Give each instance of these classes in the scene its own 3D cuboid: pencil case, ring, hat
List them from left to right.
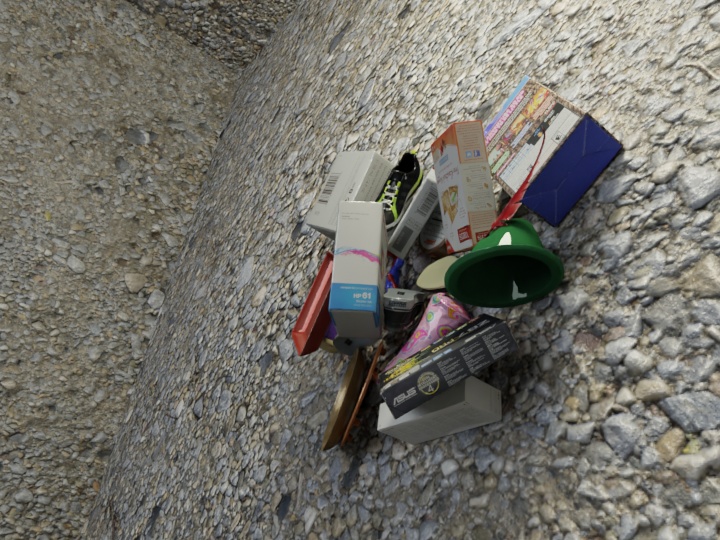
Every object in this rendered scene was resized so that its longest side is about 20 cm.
[{"bbox_3d":[0.008,0.227,1.117,0.200,0.019,0.204,22,-91,-87],"label":"ring"},{"bbox_3d":[0.109,0.136,1.035,0.202,0.087,0.088,-57,29,12],"label":"pencil case"},{"bbox_3d":[0.220,-0.063,0.919,0.197,0.165,0.179,-18,53,31],"label":"hat"}]

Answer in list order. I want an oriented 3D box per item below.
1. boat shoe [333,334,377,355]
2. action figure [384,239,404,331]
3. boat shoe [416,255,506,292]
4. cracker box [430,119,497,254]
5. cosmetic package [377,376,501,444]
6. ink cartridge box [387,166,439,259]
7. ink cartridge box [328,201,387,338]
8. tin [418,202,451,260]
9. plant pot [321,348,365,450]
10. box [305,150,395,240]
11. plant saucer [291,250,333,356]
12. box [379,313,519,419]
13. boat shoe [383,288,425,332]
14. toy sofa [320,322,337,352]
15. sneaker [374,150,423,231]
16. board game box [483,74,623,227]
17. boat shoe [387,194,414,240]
[{"bbox_3d":[0.002,0.113,1.216,0.069,0.073,0.200,-59,-1,-26],"label":"boat shoe"},{"bbox_3d":[0.062,0.034,1.235,0.066,0.051,0.203,126,152,-49],"label":"action figure"},{"bbox_3d":[0.176,0.013,1.038,0.200,0.063,0.074,-14,40,50],"label":"boat shoe"},{"bbox_3d":[0.176,-0.136,1.039,0.134,0.056,0.204,155,105,-80],"label":"cracker box"},{"bbox_3d":[0.119,0.219,0.952,0.199,0.082,0.051,-32,41,44],"label":"cosmetic package"},{"bbox_3d":[0.120,-0.122,1.230,0.162,0.047,0.200,-60,-3,19],"label":"ink cartridge box"},{"bbox_3d":[0.000,0.000,1.069,0.145,0.083,0.204,76,-164,-66],"label":"ink cartridge box"},{"bbox_3d":[0.178,-0.118,1.182,0.203,0.041,0.112,-64,24,0],"label":"tin"},{"bbox_3d":[-0.029,0.250,1.166,0.200,0.027,0.203,-158,89,-88],"label":"plant pot"},{"bbox_3d":[-0.004,-0.159,1.425,0.199,0.129,0.202,19,83,61],"label":"box"},{"bbox_3d":[-0.079,0.067,1.245,0.203,0.036,0.200,-66,14,2],"label":"plant saucer"},{"bbox_3d":[0.122,0.135,0.894,0.198,0.050,0.161,-30,1,1],"label":"box"},{"bbox_3d":[0.077,0.073,1.098,0.199,0.072,0.070,-33,-51,-82],"label":"boat shoe"},{"bbox_3d":[-0.053,0.075,1.363,0.097,0.082,0.203,-24,47,54],"label":"toy sofa"},{"bbox_3d":[0.066,-0.170,1.259,0.071,0.083,0.202,17,59,24],"label":"sneaker"},{"bbox_3d":[0.291,-0.197,0.988,0.160,0.096,0.201,-53,30,19],"label":"board game box"},{"bbox_3d":[0.052,-0.111,1.309,0.202,0.066,0.070,-59,-2,-18],"label":"boat shoe"}]
